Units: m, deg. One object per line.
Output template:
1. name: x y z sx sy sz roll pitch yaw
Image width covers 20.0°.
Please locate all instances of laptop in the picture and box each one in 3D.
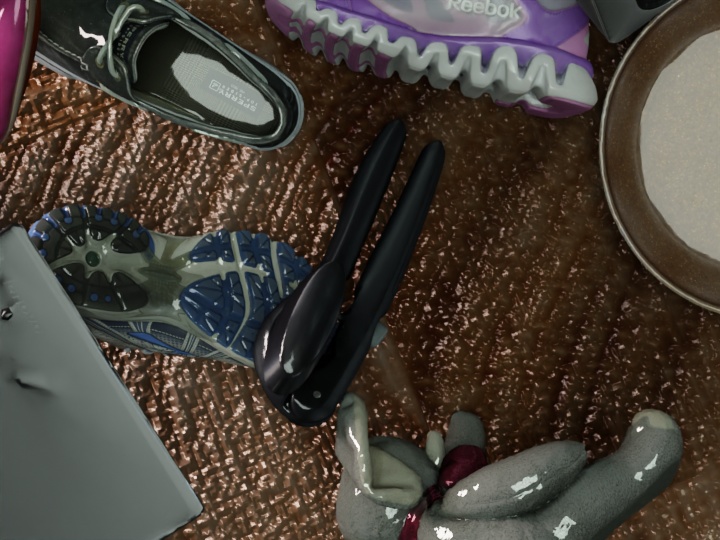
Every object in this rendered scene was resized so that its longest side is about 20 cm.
1. laptop: -0.217 0.103 1.152 0.116 0.200 0.188 -34 94 -30

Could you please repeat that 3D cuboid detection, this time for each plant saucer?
1. plant saucer: 0.236 -0.073 1.197 0.198 0.037 0.202 0 93 -2

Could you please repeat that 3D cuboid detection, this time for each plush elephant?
1. plush elephant: 0.057 0.141 1.159 0.199 0.166 0.155 -27 53 -31

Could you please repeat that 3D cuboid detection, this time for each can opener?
1. can opener: 0.000 0.000 1.155 0.063 0.079 0.201 37 58 -12

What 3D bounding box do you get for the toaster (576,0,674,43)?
1. toaster: 0.150 -0.260 1.120 0.180 0.119 0.201 -36 72 4

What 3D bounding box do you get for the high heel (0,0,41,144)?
1. high heel: -0.237 -0.093 1.127 0.095 0.068 0.201 18 126 -10

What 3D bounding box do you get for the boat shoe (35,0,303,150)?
1. boat shoe: -0.122 -0.130 1.165 0.199 0.071 0.073 23 93 -2

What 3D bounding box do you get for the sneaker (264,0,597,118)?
1. sneaker: 0.046 -0.151 1.171 0.198 0.080 0.089 13 86 -7

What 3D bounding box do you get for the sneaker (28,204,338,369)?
1. sneaker: -0.107 0.015 1.179 0.199 0.085 0.078 19 67 -23
